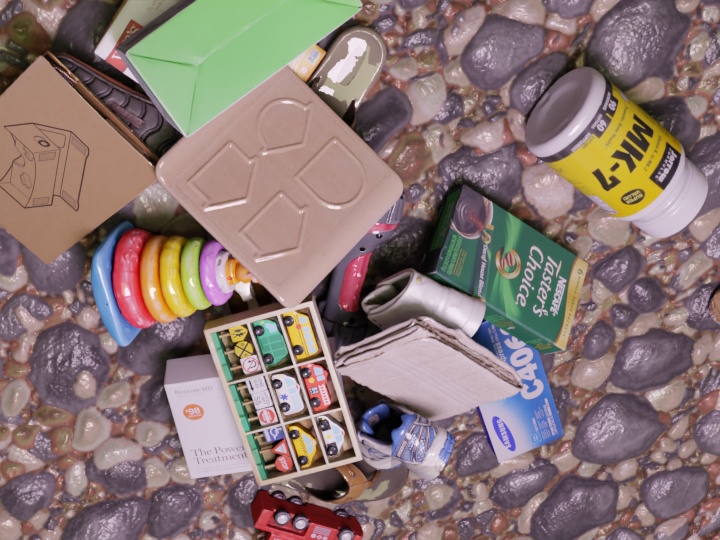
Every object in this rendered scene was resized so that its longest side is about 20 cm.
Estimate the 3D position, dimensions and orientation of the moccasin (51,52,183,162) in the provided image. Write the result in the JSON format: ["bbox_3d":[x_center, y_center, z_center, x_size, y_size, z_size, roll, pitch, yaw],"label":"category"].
[{"bbox_3d":[-0.247,-0.152,1.109,0.200,0.078,0.074,27,89,-17],"label":"moccasin"}]

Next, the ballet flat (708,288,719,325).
[{"bbox_3d":[0.527,0.000,1.333,0.070,0.065,0.200,35,101,-22],"label":"ballet flat"}]

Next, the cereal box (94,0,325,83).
[{"bbox_3d":[-0.156,-0.231,1.109,0.199,0.040,0.144,33,100,-22],"label":"cereal box"}]

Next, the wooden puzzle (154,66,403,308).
[{"bbox_3d":[-0.082,-0.090,1.093,0.200,0.046,0.185,45,73,-5],"label":"wooden puzzle"}]

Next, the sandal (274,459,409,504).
[{"bbox_3d":[-0.035,0.255,1.323,0.198,0.055,0.082,14,108,-17],"label":"sandal"}]

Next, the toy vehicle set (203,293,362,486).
[{"bbox_3d":[-0.084,0.134,1.175,0.123,0.027,0.202,-16,109,3],"label":"toy vehicle set"}]

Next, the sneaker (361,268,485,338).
[{"bbox_3d":[0.044,0.063,1.223,0.115,0.074,0.200,28,140,-14],"label":"sneaker"}]

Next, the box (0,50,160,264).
[{"bbox_3d":[-0.322,-0.109,1.089,0.199,0.021,0.163,-31,116,30],"label":"box"}]

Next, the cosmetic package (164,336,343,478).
[{"bbox_3d":[-0.116,0.162,1.242,0.198,0.052,0.152,-8,123,1],"label":"cosmetic package"}]

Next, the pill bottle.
[{"bbox_3d":[0.294,-0.129,1.206,0.199,0.114,0.115,33,102,-22],"label":"pill bottle"}]

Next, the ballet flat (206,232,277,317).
[{"bbox_3d":[-0.129,0.036,1.210,0.067,0.064,0.201,-19,115,-4],"label":"ballet flat"}]

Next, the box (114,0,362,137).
[{"bbox_3d":[-0.120,-0.225,0.999,0.199,0.176,0.097,-37,110,-4],"label":"box"}]

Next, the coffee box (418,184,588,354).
[{"bbox_3d":[0.170,0.000,1.237,0.199,0.044,0.124,31,65,-21],"label":"coffee box"}]

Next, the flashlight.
[{"bbox_3d":[0.000,0.000,1.222,0.067,0.068,0.202,3,111,-25],"label":"flashlight"}]

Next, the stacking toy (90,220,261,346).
[{"bbox_3d":[-0.174,0.004,1.129,0.198,0.110,0.117,-6,114,14],"label":"stacking toy"}]

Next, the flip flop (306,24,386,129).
[{"bbox_3d":[-0.032,-0.170,1.150,0.081,0.058,0.201,26,104,-20],"label":"flip flop"}]

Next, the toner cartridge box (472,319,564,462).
[{"bbox_3d":[0.183,0.136,1.327,0.094,0.043,0.201,-22,115,-1],"label":"toner cartridge box"}]

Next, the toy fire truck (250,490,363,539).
[{"bbox_3d":[-0.110,0.356,1.351,0.199,0.049,0.142,20,106,-20],"label":"toy fire truck"}]

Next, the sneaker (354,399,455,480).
[{"bbox_3d":[0.032,0.184,1.242,0.085,0.200,0.077,37,71,-19],"label":"sneaker"}]

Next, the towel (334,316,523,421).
[{"bbox_3d":[0.076,0.112,1.185,0.132,0.035,0.200,-23,141,31],"label":"towel"}]
